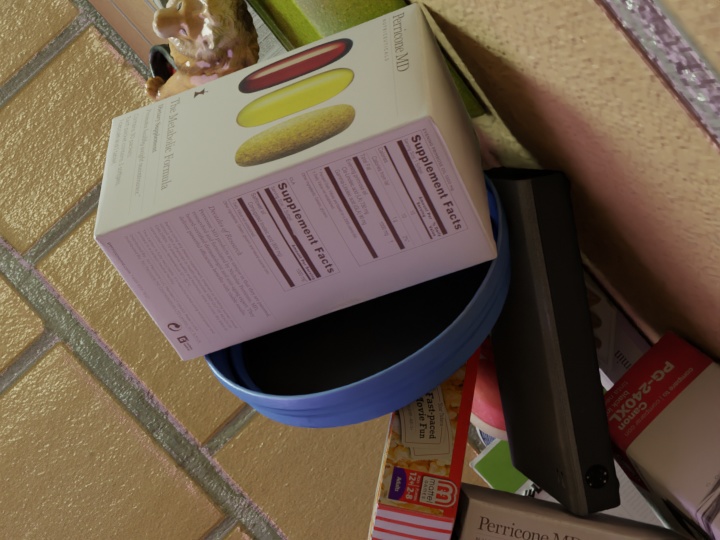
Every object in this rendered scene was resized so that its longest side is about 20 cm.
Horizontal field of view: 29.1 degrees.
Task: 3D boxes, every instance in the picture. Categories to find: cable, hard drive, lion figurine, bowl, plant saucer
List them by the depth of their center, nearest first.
[{"bbox_3d":[-0.002,0.009,0.834,0.201,0.200,0.039,42,166,49],"label":"bowl"},{"bbox_3d":[0.111,0.037,0.867,0.140,0.033,0.202,-154,54,-79],"label":"hard drive"},{"bbox_3d":[-0.032,-0.174,0.880,0.200,0.048,0.200,50,175,-28],"label":"plant saucer"},{"bbox_3d":[-0.088,-0.106,0.974,0.122,0.072,0.201,-6,117,54],"label":"lion figurine"},{"bbox_3d":[-0.117,-0.144,1.114,0.200,0.050,0.098,9,124,63],"label":"cable"}]

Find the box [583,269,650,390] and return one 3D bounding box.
[{"bbox_3d":[0.169,0.047,0.974,0.200,0.039,0.041,48,177,-9],"label":"box"}]

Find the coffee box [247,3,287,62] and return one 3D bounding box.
[{"bbox_3d":[-0.046,-0.139,1.112,0.200,0.080,0.114,44,175,41],"label":"coffee box"}]

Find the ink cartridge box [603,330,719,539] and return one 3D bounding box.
[{"bbox_3d":[0.245,0.147,0.830,0.145,0.083,0.200,51,176,-37],"label":"ink cartridge box"}]

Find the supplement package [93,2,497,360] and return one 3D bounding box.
[{"bbox_3d":[-0.035,-0.049,0.798,0.114,0.199,0.110,-94,-20,-47],"label":"supplement package"}]

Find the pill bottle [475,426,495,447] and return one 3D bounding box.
[{"bbox_3d":[0.173,0.142,1.310,0.111,0.111,0.200,48,175,-21],"label":"pill bottle"}]

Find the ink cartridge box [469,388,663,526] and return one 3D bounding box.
[{"bbox_3d":[0.203,0.180,1.127,0.200,0.148,0.076,48,177,1],"label":"ink cartridge box"}]

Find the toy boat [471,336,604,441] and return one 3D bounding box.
[{"bbox_3d":[0.102,0.022,1.052,0.200,0.130,0.131,44,145,28],"label":"toy boat"}]

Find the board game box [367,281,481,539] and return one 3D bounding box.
[{"bbox_3d":[0.038,0.107,0.856,0.046,0.201,0.152,11,138,3],"label":"board game box"}]

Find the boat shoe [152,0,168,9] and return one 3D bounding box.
[{"bbox_3d":[-0.157,-0.272,1.077,0.062,0.074,0.200,50,172,27],"label":"boat shoe"}]

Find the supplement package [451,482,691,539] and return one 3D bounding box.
[{"bbox_3d":[0.112,0.247,0.851,0.151,0.202,0.151,12,176,2],"label":"supplement package"}]
